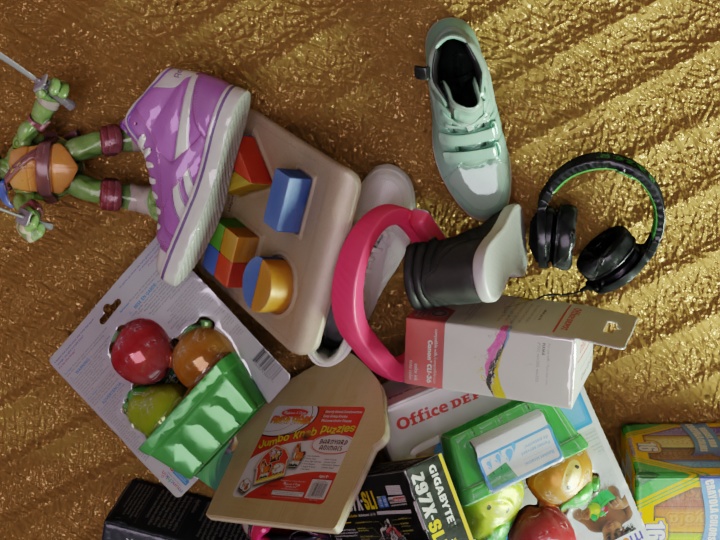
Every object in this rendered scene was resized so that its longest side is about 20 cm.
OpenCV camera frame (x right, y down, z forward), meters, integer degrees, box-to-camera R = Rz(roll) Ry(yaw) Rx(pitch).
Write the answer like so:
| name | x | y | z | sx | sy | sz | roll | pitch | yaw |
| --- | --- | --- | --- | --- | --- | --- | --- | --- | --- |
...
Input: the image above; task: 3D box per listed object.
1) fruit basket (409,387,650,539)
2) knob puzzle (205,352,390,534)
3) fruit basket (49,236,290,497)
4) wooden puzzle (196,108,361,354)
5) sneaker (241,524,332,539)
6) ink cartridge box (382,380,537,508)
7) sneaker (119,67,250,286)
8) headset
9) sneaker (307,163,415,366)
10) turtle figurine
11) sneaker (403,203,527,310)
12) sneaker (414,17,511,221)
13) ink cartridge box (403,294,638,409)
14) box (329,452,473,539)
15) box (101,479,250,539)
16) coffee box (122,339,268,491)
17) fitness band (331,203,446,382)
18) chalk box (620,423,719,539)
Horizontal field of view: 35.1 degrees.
| name | x | y | z | sx | sy | sz | roll | pitch | yaw |
| --- | --- | --- | --- | --- | --- | --- | --- | --- | --- |
| fruit basket | 0.165 | 0.224 | 1.069 | 0.183 | 0.094 | 0.203 | -23 | 81 | -6 |
| knob puzzle | -0.045 | 0.169 | 1.130 | 0.217 | 0.221 | 0.031 | -30 | 125 | 15 |
| fruit basket | -0.194 | 0.100 | 1.163 | 0.200 | 0.094 | 0.185 | 46 | 103 | 10 |
| wooden puzzle | -0.094 | -0.042 | 1.107 | 0.199 | 0.046 | 0.188 | 33 | 114 | 42 |
| sneaker | -0.031 | 0.260 | 1.206 | 0.196 | 0.075 | 0.082 | -2 | 119 | -15 |
| ink cartridge box | 0.105 | 0.197 | 1.170 | 0.144 | 0.084 | 0.203 | -20 | 102 | -5 |
| sneaker | -0.185 | -0.094 | 1.099 | 0.112 | 0.073 | 0.204 | 19 | 98 | 7 |
| headset | 0.216 | -0.014 | 1.105 | 0.122 | 0.094 | 0.202 | 23 | 120 | 0 |
| sneaker | 0.000 | 0.000 | 1.127 | 0.073 | 0.116 | 0.203 | 20 | 107 | 3 |
| turtle figurine | -0.289 | -0.106 | 1.104 | 0.190 | 0.146 | 0.201 | 1 | 147 | -10 |
| sneaker | 0.098 | -0.016 | 1.075 | 0.098 | 0.200 | 0.072 | -5 | 103 | 23 |
| sneaker | 0.097 | -0.132 | 1.074 | 0.072 | 0.118 | 0.204 | -13 | 105 | 9 |
| ink cartridge box | 0.150 | 0.071 | 1.052 | 0.196 | 0.116 | 0.069 | 7 | 106 | 20 |
| box | 0.038 | 0.265 | 1.087 | 0.049 | 0.199 | 0.162 | -17 | 85 | -30 |
| box | -0.185 | 0.339 | 1.254 | 0.196 | 0.104 | 0.150 | 14 | 107 | 2 |
| coffee box | -0.156 | 0.165 | 1.231 | 0.199 | 0.044 | 0.124 | 37 | 107 | -4 |
| fitness band | 0.037 | 0.023 | 1.105 | 0.037 | 0.200 | 0.145 | 19 | 69 | 36 |
| chalk box | 0.367 | 0.233 | 1.142 | 0.196 | 0.124 | 0.127 | -2 | 107 | 8 |
